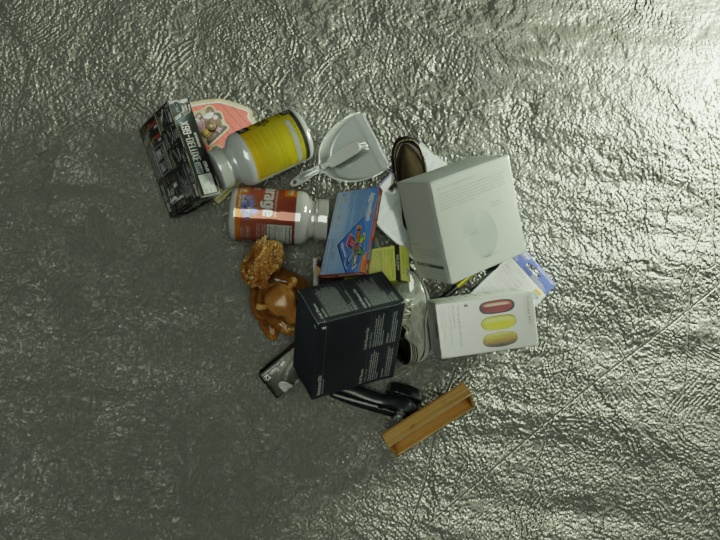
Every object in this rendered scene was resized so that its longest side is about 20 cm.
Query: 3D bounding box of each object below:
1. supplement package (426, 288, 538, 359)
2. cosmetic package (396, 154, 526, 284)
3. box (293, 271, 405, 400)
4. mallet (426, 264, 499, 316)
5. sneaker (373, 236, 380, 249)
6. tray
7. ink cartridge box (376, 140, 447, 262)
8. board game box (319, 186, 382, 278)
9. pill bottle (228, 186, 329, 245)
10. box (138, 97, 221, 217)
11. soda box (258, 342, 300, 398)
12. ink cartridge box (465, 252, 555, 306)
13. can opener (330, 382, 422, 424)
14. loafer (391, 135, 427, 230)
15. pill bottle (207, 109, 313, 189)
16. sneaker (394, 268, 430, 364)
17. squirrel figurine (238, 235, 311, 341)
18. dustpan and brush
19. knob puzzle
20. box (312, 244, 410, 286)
[{"bbox_3d":[0.244,0.104,1.549,0.198,0.110,0.115,-8,93,-5],"label":"supplement package"},{"bbox_3d":[0.200,-0.106,1.510,0.198,0.123,0.202,-21,108,-26],"label":"cosmetic package"},{"bbox_3d":[-0.026,0.124,1.473,0.181,0.104,0.201,-12,131,-24],"label":"box"},{"bbox_3d":[0.211,0.027,1.630,0.200,0.066,0.041,-40,98,13],"label":"mallet"},{"bbox_3d":[0.015,0.031,1.600,0.079,0.071,0.202,-5,86,1],"label":"sneaker"},{"bbox_3d":[0.142,0.309,1.588,0.199,0.099,0.037,-33,62,-3],"label":"tray"},{"bbox_3d":[0.131,-0.135,1.621,0.200,0.041,0.200,44,87,0],"label":"ink cartridge box"},{"bbox_3d":[-0.018,-0.078,1.556,0.102,0.019,0.201,-5,59,29],"label":"board game box"},{"bbox_3d":[-0.165,-0.111,1.572,0.198,0.112,0.113,4,89,-3],"label":"pill bottle"},{"bbox_3d":[-0.367,-0.222,1.544,0.050,0.157,0.201,-20,90,-38],"label":"box"},{"bbox_3d":[-0.115,0.174,1.592,0.200,0.071,0.063,-39,96,-2],"label":"soda box"},{"bbox_3d":[0.304,0.057,1.628,0.200,0.042,0.119,-44,93,1],"label":"ink cartridge box"},{"bbox_3d":[0.030,0.273,1.612,0.198,0.079,0.064,10,128,1],"label":"can opener"},{"bbox_3d":[0.110,-0.179,1.565,0.072,0.071,0.202,-11,88,-3],"label":"loafer"},{"bbox_3d":[-0.203,-0.240,1.547,0.199,0.112,0.113,-27,91,-19],"label":"pill bottle"},{"bbox_3d":[0.096,0.096,1.573,0.075,0.115,0.202,-7,90,21],"label":"sneaker"},{"bbox_3d":[-0.176,0.037,1.532,0.141,0.187,0.201,-33,92,-2],"label":"squirrel figurine"},{"bbox_3d":[-0.056,-0.227,1.601,0.199,0.057,0.140,-29,86,17],"label":"dustpan and brush"},{"bbox_3d":[-0.304,-0.274,1.608,0.218,0.030,0.222,0,90,-2],"label":"knob puzzle"},{"bbox_3d":[0.000,0.000,1.553,0.199,0.050,0.076,-9,76,24],"label":"box"}]
